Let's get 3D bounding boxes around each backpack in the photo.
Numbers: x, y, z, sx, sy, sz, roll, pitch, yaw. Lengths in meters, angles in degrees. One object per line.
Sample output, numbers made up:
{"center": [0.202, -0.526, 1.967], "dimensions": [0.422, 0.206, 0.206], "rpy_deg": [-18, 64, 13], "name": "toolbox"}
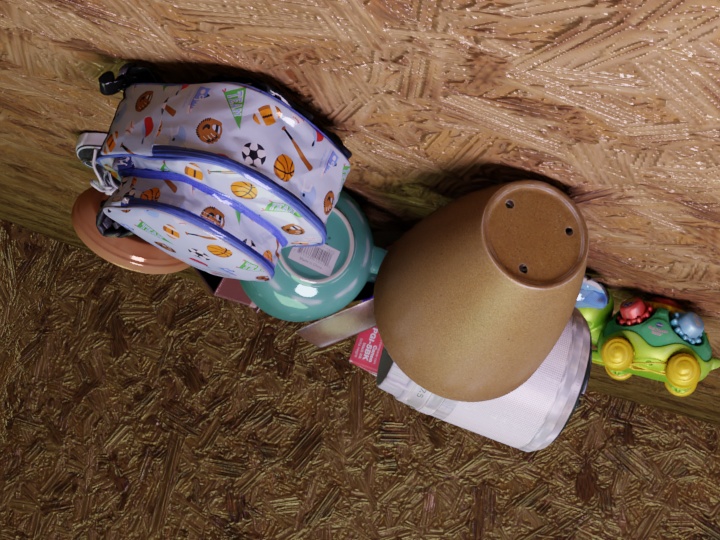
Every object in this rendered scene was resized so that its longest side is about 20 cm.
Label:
{"center": [-0.110, -0.080, 0.804], "dimensions": [0.189, 0.157, 0.199], "rpy_deg": [-4, 158, 43], "name": "backpack"}

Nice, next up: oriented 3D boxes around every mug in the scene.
{"center": [-0.046, -0.029, 1.070], "dimensions": [0.183, 0.154, 0.114], "rpy_deg": [-23, 178, -15], "name": "mug"}

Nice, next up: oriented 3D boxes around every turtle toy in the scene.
{"center": [0.330, 0.079, 1.144], "dimensions": [0.197, 0.103, 0.146], "rpy_deg": [15, 173, 19], "name": "turtle toy"}

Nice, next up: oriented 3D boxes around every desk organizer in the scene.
{"center": [-0.190, -0.036, 1.280], "dimensions": [0.076, 0.072, 0.200], "rpy_deg": [21, -163, -44], "name": "desk organizer"}

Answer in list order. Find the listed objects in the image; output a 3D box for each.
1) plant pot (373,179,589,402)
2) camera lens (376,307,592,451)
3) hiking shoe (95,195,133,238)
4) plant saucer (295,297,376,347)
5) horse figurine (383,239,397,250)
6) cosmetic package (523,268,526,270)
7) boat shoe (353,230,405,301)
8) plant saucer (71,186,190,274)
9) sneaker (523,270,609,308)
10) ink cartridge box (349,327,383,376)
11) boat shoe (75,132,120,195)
{"center": [0.119, 0.004, 0.850], "dimensions": [0.184, 0.189, 0.200], "rpy_deg": [17, 159, -5], "name": "plant pot"}
{"center": [0.133, 0.089, 1.017], "dimensions": [0.197, 0.162, 0.160], "rpy_deg": [21, 173, -4], "name": "camera lens"}
{"center": [-0.318, -0.089, 1.299], "dimensions": [0.100, 0.077, 0.199], "rpy_deg": [-28, -168, -20], "name": "hiking shoe"}
{"center": [0.016, 0.051, 1.181], "dimensions": [0.198, 0.035, 0.200], "rpy_deg": [-22, 177, -1], "name": "plant saucer"}
{"center": [0.105, -0.025, 1.094], "dimensions": [0.130, 0.051, 0.200], "rpy_deg": [12, 176, -10], "name": "horse figurine"}
{"center": [0.200, 0.058, 1.281], "dimensions": [0.084, 0.109, 0.199], "rpy_deg": [20, 171, -23], "name": "cosmetic package"}
{"center": [0.000, 0.000, 1.197], "dimensions": [0.199, 0.073, 0.061], "rpy_deg": [-10, 160, -31], "name": "boat shoe"}
{"center": [-0.326, -0.073, 1.424], "dimensions": [0.197, 0.038, 0.201], "rpy_deg": [21, -148, -13], "name": "plant saucer"}
{"center": [0.192, 0.046, 1.125], "dimensions": [0.197, 0.092, 0.078], "rpy_deg": [-5, 179, 14], "name": "sneaker"}
{"center": [0.105, 0.132, 1.320], "dimensions": [0.198, 0.084, 0.147], "rpy_deg": [17, 171, 26], "name": "ink cartridge box"}
{"center": [-0.298, -0.125, 1.186], "dimensions": [0.197, 0.069, 0.073], "rpy_deg": [11, 171, 42], "name": "boat shoe"}
